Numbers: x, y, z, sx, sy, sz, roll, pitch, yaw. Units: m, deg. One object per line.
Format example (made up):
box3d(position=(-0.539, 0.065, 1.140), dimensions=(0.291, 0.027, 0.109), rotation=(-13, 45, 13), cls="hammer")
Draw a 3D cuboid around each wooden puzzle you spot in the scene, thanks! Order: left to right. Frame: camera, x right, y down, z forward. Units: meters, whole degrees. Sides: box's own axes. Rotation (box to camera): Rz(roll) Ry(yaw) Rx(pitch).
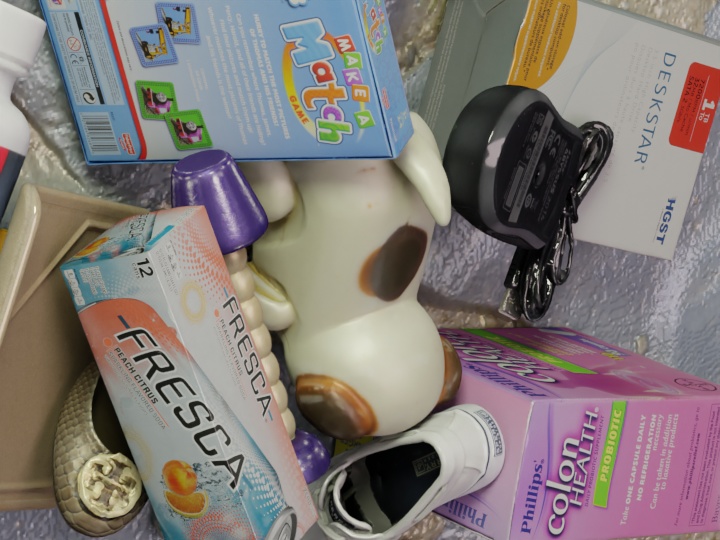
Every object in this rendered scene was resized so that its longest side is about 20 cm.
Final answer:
box3d(position=(-0.185, 0.045, 1.438), dimensions=(0.200, 0.037, 0.186), rotation=(9, 99, -77), cls="wooden puzzle")

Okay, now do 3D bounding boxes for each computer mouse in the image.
box3d(position=(0.091, -0.056, 1.570), dimensions=(0.139, 0.052, 0.200), rotation=(-67, 157, -7), cls="computer mouse")

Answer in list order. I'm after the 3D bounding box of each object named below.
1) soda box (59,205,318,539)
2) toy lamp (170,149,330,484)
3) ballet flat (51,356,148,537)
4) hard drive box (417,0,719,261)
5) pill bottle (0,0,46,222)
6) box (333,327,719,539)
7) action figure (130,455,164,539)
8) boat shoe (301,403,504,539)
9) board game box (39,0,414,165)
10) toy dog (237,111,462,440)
box3d(position=(-0.093, 0.069, 1.421), dimensions=(0.068, 0.063, 0.201), rotation=(-44, 118, -55), cls="soda box")
box3d(position=(-0.066, 0.028, 1.468), dimensions=(0.058, 0.058, 0.201), rotation=(-27, 116, -31), cls="toy lamp")
box3d(position=(-0.122, 0.059, 1.473), dimensions=(0.067, 0.046, 0.201), rotation=(33, 62, -23), cls="ballet flat")
box3d(position=(0.137, -0.103, 1.696), dimensions=(0.199, 0.077, 0.157), rotation=(10, 98, -42), cls="hard drive box")
box3d(position=(-0.243, -0.054, 1.358), dimensions=(0.119, 0.119, 0.201), rotation=(21, 90, -42), cls="pill bottle")
box3d(position=(0.117, 0.104, 1.676), dimensions=(0.199, 0.176, 0.097), rotation=(0, 104, -40), cls="box")
box3d(position=(-0.096, 0.151, 1.541), dimensions=(0.102, 0.200, 0.119), rotation=(-47, -178, 26), cls="action figure")
box3d(position=(0.001, 0.139, 1.593), dimensions=(0.065, 0.200, 0.074), rotation=(-13, 70, -48), cls="boat shoe")
box3d(position=(-0.080, -0.133, 1.424), dimensions=(0.037, 0.199, 0.152), rotation=(-52, 136, -51), cls="board game box")
box3d(position=(0.000, 0.000, 1.542), dimensions=(0.139, 0.193, 0.201), rotation=(-23, 112, -47), cls="toy dog")
